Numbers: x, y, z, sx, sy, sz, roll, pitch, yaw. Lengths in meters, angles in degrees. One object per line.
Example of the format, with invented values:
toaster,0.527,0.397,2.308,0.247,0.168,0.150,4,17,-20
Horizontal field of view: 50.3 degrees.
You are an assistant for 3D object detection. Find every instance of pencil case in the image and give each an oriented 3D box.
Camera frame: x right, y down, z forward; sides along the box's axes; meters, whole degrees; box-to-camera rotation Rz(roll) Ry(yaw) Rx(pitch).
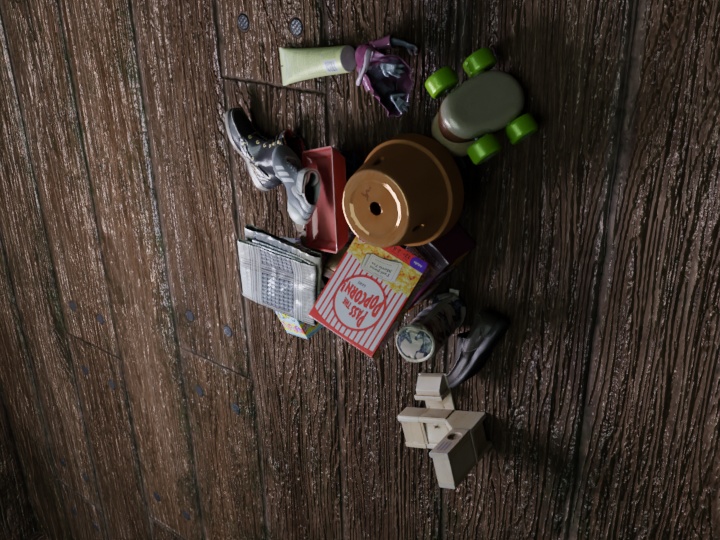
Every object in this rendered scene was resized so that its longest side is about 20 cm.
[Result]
pencil case,0.139,0.107,1.492,0.077,0.200,0.090,7,111,26

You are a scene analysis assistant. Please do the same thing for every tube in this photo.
tube,-0.094,-0.420,1.546,0.199,0.058,0.052,7,157,42

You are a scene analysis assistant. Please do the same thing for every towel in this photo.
towel,-0.169,0.014,1.600,0.192,0.035,0.201,22,132,19

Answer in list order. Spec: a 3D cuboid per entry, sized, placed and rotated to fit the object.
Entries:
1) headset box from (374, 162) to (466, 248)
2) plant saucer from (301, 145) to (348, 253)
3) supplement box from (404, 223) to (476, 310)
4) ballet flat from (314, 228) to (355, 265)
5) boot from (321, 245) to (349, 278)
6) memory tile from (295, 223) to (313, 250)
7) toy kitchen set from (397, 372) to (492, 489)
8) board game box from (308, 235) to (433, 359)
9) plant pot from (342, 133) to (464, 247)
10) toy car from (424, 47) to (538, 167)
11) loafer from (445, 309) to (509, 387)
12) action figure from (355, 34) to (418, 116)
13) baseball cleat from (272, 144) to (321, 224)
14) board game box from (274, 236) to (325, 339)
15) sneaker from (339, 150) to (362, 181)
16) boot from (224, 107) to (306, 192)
headset box,0.091,-0.148,1.463,0.200,0.075,0.149,-43,83,24
plant saucer,-0.068,-0.141,1.524,0.199,0.036,0.202,-167,72,-69
supplement box,0.122,-0.004,1.514,0.086,0.110,0.200,49,133,11
ballet flat,-0.040,-0.051,1.656,0.071,0.069,0.200,43,150,-12
boot,0.000,0.000,1.516,0.199,0.073,0.076,24,94,42
memory tile,-0.097,-0.138,1.650,0.200,0.017,0.154,-40,61,55
toy kitchen set,0.139,0.328,1.610,0.199,0.180,0.164,-4,107,37
board game box,0.019,0.040,1.426,0.151,0.046,0.201,31,90,20
plant pot,0.062,-0.125,1.337,0.199,0.140,0.201,16,119,30
toy car,0.188,-0.258,1.352,0.165,0.157,0.200,59,163,6
loafer,0.224,0.153,1.540,0.071,0.073,0.201,44,124,22
action figure,0.024,-0.363,1.400,0.135,0.148,0.200,-65,34,29
baseball cleat,-0.120,-0.191,1.533,0.107,0.069,0.201,-50,51,44
board game box,-0.150,0.038,1.724,0.103,0.105,0.201,10,132,57
sneaker,0.001,-0.158,1.583,0.201,0.075,0.077,66,172,-17
boot,-0.205,-0.280,1.684,0.150,0.073,0.201,-12,106,44
